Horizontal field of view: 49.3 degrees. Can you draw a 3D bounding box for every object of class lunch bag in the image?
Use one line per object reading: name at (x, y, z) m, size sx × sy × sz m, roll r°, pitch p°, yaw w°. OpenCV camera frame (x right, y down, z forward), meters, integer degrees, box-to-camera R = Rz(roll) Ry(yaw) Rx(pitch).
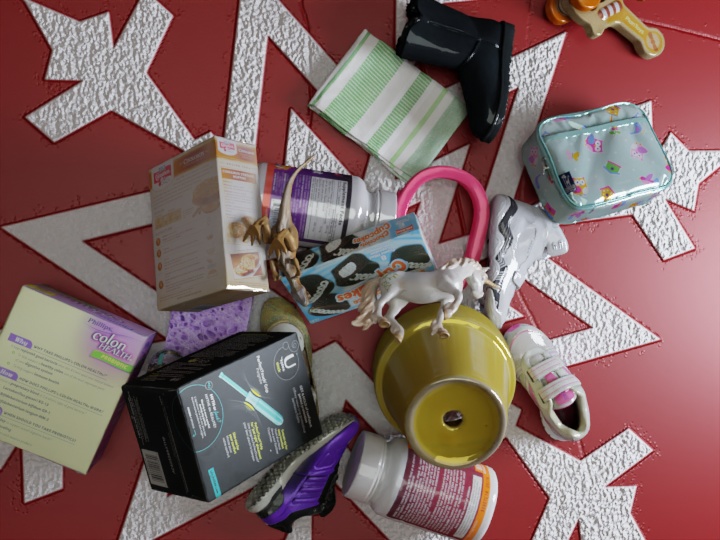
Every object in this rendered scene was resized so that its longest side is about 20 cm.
lunch bag at (0.343, -0.161, 1.150) m, size 0.200 × 0.077 × 0.161 m, roll -14°, pitch 76°, yaw -17°

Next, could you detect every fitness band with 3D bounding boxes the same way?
fitness band at (0.112, -0.054, 1.155) m, size 0.143 × 0.037 × 0.200 m, roll 13°, pitch 95°, yaw -10°

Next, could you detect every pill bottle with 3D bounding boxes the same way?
pill bottle at (-0.054, -0.084, 1.104) m, size 0.200 × 0.111 × 0.112 m, roll 8°, pitch 89°, yaw -7°
pill bottle at (0.082, 0.305, 1.117) m, size 0.200 × 0.114 × 0.114 m, roll 20°, pitch 87°, yaw -7°

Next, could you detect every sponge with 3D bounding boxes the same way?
sponge at (-0.223, 0.107, 1.122) m, size 0.111 × 0.030 × 0.200 m, roll 11°, pitch 89°, yaw -7°

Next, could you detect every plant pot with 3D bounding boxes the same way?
plant pot at (0.118, 0.164, 1.061) m, size 0.200 × 0.189 × 0.201 m, roll 0°, pitch 105°, yaw 0°

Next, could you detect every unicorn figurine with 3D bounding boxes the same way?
unicorn figurine at (0.094, 0.032, 1.043) m, size 0.200 × 0.137 × 0.074 m, roll 8°, pitch 133°, yaw 3°

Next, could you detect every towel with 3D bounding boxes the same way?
towel at (0.043, -0.241, 1.162) m, size 0.200 × 0.023 × 0.153 m, roll 36°, pitch 85°, yaw -5°

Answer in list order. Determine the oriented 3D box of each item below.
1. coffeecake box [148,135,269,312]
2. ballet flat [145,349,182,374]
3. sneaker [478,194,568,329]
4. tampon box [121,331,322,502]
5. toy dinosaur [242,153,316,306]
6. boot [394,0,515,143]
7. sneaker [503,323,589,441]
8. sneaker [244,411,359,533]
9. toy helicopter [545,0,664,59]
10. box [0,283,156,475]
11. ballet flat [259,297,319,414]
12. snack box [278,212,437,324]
coffeecake box at (-0.205, -0.057, 1.044) m, size 0.073 × 0.153 × 0.200 m, roll 5°, pitch 74°, yaw -47°
ballet flat at (-0.250, 0.210, 1.071) m, size 0.072 × 0.072 × 0.201 m, roll -15°, pitch 102°, yaw -7°
sneaker at (0.240, -0.009, 1.158) m, size 0.115 × 0.075 × 0.200 m, roll 6°, pitch 86°, yaw -5°
tampon box at (-0.174, 0.180, 1.014) m, size 0.200 × 0.126 × 0.150 m, roll -23°, pitch 103°, yaw -46°
toy dinosaur at (-0.100, -0.052, 1.012) m, size 0.060 × 0.106 × 0.200 m, roll 0°, pitch 95°, yaw 20°
boot at (0.130, -0.293, 1.138) m, size 0.168 × 0.076 × 0.200 m, roll 12°, pitch 76°, yaw -10°
sneaker at (0.283, 0.166, 1.156) m, size 0.081 × 0.088 × 0.200 m, roll -34°, pitch 93°, yaw -6°
sneaker at (-0.062, 0.296, 1.127) m, size 0.200 × 0.070 × 0.100 m, roll -44°, pitch 101°, yaw -1°
toy helicopter at (0.389, -0.400, 1.193) m, size 0.200 × 0.079 × 0.132 m, roll 33°, pitch 77°, yaw -16°
box at (-0.404, 0.143, 1.067) m, size 0.176 × 0.097 × 0.200 m, roll 23°, pitch 88°, yaw -6°
ballet flat at (-0.098, 0.136, 1.120) m, size 0.071 × 0.071 × 0.200 m, roll -12°, pitch 91°, yaw -7°
snack box at (0.000, 0.000, 1.090) m, size 0.200 × 0.116 × 0.037 m, roll -20°, pitch 49°, yaw 8°
